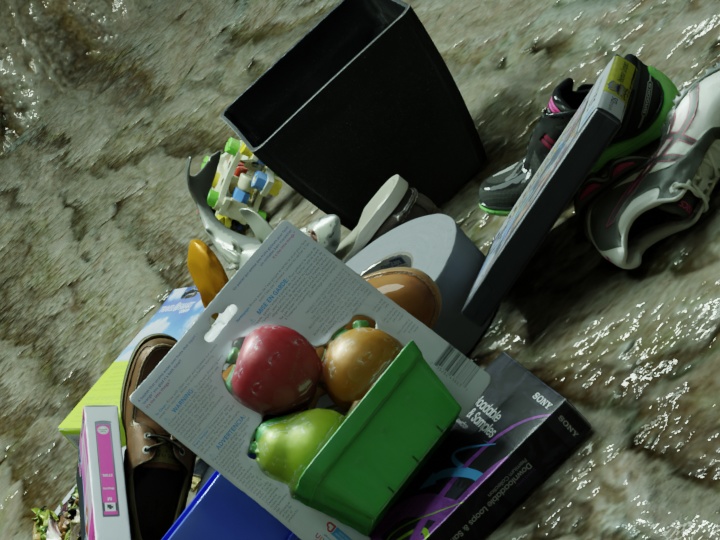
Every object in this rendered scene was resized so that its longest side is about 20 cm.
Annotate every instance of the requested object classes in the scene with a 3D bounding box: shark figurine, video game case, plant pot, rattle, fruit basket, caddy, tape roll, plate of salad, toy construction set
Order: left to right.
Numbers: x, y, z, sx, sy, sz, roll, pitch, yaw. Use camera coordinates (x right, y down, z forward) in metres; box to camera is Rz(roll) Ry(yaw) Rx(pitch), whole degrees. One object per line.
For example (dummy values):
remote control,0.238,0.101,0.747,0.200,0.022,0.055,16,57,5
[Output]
plate of salad,-0.259,0.239,1.922,0.200,0.048,0.201,-40,26,23
rattle,-0.179,0.097,1.972,0.199,0.143,0.130,-36,35,0
caddy,-0.103,0.229,1.589,0.200,0.105,0.141,-52,2,8
toy construction set,-0.133,-0.115,2.384,0.132,0.092,0.200,-62,5,19
shark figurine,-0.087,-0.028,1.971,0.089,0.129,0.214,-12,29,-43
fruit basket,-0.035,0.089,1.520,0.186,0.199,0.094,-50,-14,-20
plant pot,0.006,-0.137,2.035,0.200,0.178,0.200,-41,19,-1
tape roll,0.024,0.044,1.789,0.200,0.066,0.201,-36,20,15
video game case,0.153,-0.067,1.683,0.201,0.025,0.181,-57,1,22

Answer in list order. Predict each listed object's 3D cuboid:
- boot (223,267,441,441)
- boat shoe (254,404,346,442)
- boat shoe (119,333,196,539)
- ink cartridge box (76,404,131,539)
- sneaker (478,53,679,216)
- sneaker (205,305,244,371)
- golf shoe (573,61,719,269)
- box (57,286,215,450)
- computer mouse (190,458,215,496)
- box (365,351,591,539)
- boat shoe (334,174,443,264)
boot,-0.037,0.070,1.618,0.199,0.077,0.155,-22,6,18
boat shoe,-0.026,0.151,1.657,0.200,0.073,0.063,-27,19,20
boat shoe,-0.170,0.157,1.804,0.068,0.071,0.202,-161,72,-74
ink cartridge box,-0.216,0.218,1.770,0.201,0.037,0.095,-106,21,-45
sneaker,0.178,-0.118,1.801,0.199,0.084,0.077,-35,20,20
sneaker,-0.110,0.079,1.871,0.200,0.075,0.100,-44,43,26
golf shoe,0.258,-0.079,1.611,0.200,0.077,0.088,-44,34,15
box,-0.213,0.103,2.148,0.200,0.048,0.122,-51,22,-24
computer mouse,-0.121,0.172,1.828,0.140,0.046,0.201,-26,25,38
box,0.065,0.153,1.526,0.200,0.036,0.143,-43,19,-4
boat shoe,0.000,0.000,1.920,0.200,0.059,0.072,-51,12,29
